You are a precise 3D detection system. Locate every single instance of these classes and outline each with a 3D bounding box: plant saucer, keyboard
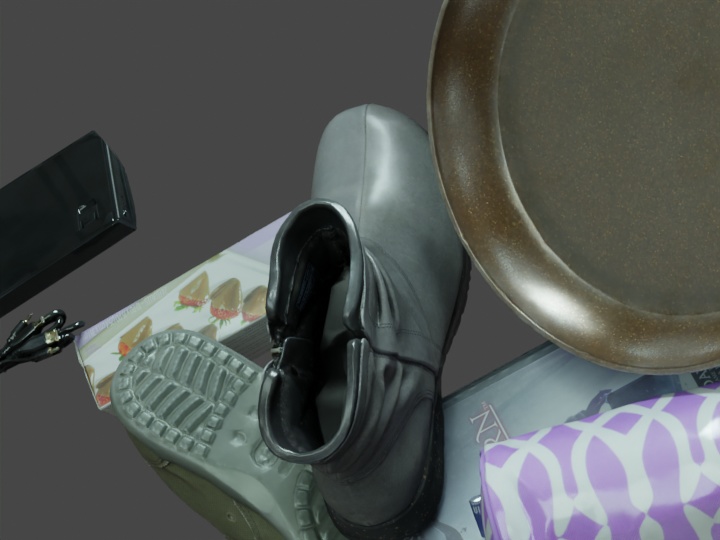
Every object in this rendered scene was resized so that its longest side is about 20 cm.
[{"bbox_3d":[0.115,-0.061,1.179,0.199,0.032,0.201,9,104,37],"label":"plant saucer"},{"bbox_3d":[-0.186,0.023,1.395,0.199,0.021,0.127,-32,40,16],"label":"keyboard"}]

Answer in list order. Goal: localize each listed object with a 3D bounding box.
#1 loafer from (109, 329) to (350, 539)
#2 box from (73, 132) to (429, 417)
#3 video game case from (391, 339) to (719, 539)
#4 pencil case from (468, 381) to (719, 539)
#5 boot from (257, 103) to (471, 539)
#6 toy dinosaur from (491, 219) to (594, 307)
[{"bbox_3d":[-0.019,0.099,1.303,0.200,0.070,0.075,36,69,16],"label":"loafer"},{"bbox_3d":[-0.034,0.004,1.339,0.199,0.041,0.039,-30,67,16],"label":"box"},{"bbox_3d":[0.111,0.089,1.239,0.199,0.019,0.143,-28,68,-1],"label":"video game case"},{"bbox_3d":[0.141,0.087,1.182,0.199,0.084,0.086,-16,99,6],"label":"pencil case"},{"bbox_3d":[0.000,0.000,1.217,0.069,0.132,0.201,-9,63,11],"label":"boot"},{"bbox_3d":[0.107,-0.071,1.286,0.102,0.077,0.200,37,79,10],"label":"toy dinosaur"}]
